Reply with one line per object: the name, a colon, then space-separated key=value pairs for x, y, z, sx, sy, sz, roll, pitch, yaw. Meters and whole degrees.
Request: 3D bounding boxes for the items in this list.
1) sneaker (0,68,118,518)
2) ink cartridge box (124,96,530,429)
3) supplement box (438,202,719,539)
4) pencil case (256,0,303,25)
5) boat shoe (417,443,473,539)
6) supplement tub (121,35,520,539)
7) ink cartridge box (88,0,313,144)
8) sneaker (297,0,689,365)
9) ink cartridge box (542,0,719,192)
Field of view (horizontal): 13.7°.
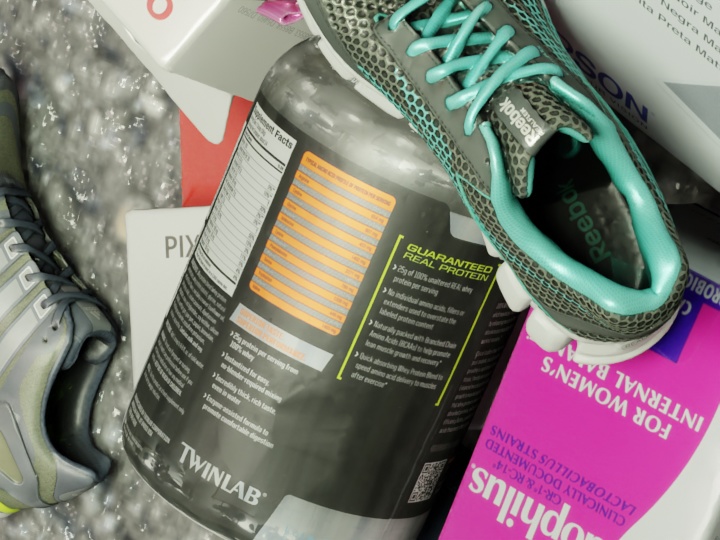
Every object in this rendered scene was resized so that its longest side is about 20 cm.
sneaker: x=-0.146 y=0.010 z=1.296 sx=0.081 sy=0.074 sz=0.201 roll=-5 pitch=93 yaw=25
ink cartridge box: x=-0.006 y=-0.024 z=1.209 sx=0.200 sy=0.045 sz=0.177 roll=-3 pitch=89 yaw=34
supplement box: x=0.104 y=0.086 z=1.100 sx=0.101 sy=0.103 sz=0.201 roll=28 pitch=107 yaw=29
pencil case: x=-0.030 y=-0.191 z=1.046 sx=0.086 sy=0.083 sz=0.201 roll=15 pitch=89 yaw=5
boat shoe: x=-0.020 y=0.139 z=1.209 sx=0.200 sy=0.084 sz=0.069 roll=-32 pitch=64 yaw=12
supplement tub: x=0.000 y=0.000 z=1.104 sx=0.122 sy=0.122 sz=0.200 roll=33 pitch=108 yaw=29
ink cartridge box: x=-0.035 y=-0.160 z=1.162 sx=0.200 sy=0.125 sz=0.129 roll=-48 pitch=66 yaw=13
sneaker: x=0.049 y=-0.058 z=0.988 sx=0.078 sy=0.091 sz=0.200 roll=-39 pitch=95 yaw=-5
ink cartridge box: x=0.134 y=-0.078 z=0.965 sx=0.200 sy=0.200 sz=0.041 roll=41 pitch=73 yaw=17
